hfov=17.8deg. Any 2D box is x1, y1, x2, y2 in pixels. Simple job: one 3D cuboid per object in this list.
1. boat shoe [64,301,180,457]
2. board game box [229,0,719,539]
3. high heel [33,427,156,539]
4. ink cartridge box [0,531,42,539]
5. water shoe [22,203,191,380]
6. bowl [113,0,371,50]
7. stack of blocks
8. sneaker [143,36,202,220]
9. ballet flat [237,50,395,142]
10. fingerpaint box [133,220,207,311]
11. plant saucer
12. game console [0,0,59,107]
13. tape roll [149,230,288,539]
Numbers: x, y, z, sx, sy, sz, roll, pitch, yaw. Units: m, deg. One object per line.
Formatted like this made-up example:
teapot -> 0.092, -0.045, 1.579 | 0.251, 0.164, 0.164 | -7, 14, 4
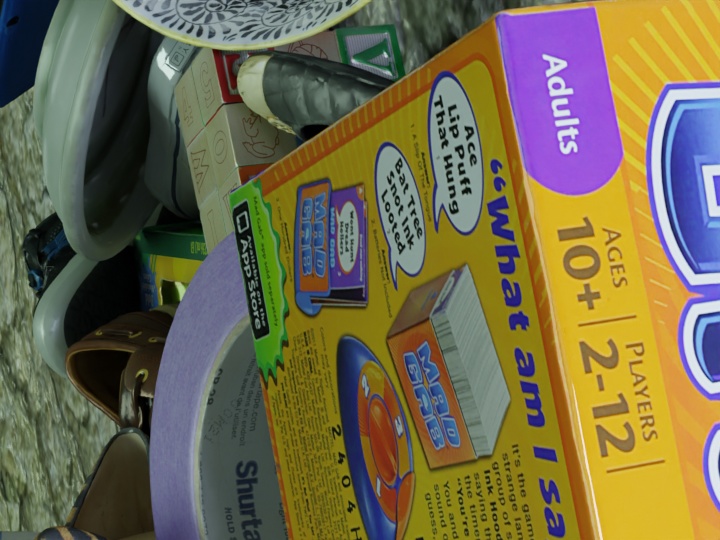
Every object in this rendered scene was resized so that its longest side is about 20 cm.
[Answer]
boat shoe -> -0.078, 0.067, 1.063 | 0.200, 0.067, 0.072 | 28, 121, 59
board game box -> 0.101, 0.042, 0.645 | 0.200, 0.199, 0.201 | 155, 106, -66
high heel -> -0.110, 0.101, 0.942 | 0.200, 0.071, 0.143 | 75, -175, -61
ink cartridge box -> -0.141, 0.240, 1.243 | 0.148, 0.199, 0.145 | -99, 13, -56
water shoe -> -0.152, 0.007, 1.273 | 0.200, 0.078, 0.072 | -56, -41, -63
bowl -> -0.026, -0.189, 0.964 | 0.200, 0.094, 0.202 | 0, 89, 27
stack of blocks -> 0.000, 0.000, 0.980 | 0.059, 0.114, 0.201 | 140, 120, -63
sneaker -> -0.064, -0.061, 1.152 | 0.071, 0.073, 0.200 | 35, 168, 9
ballet flat -> 0.024, -0.037, 0.893 | 0.199, 0.066, 0.057 | 28, 95, 32
fingerpaint box -> -0.049, 0.060, 1.168 | 0.200, 0.073, 0.168 | -172, 76, -67
plant saucer -> -0.121, -0.106, 1.163 | 0.200, 0.050, 0.201 | 19, -90, -79
game console -> -0.168, -0.220, 1.301 | 0.200, 0.118, 0.171 | 114, 141, -50
tape roll -> 0.003, 0.076, 0.822 | 0.200, 0.065, 0.202 | 1, 92, 54
